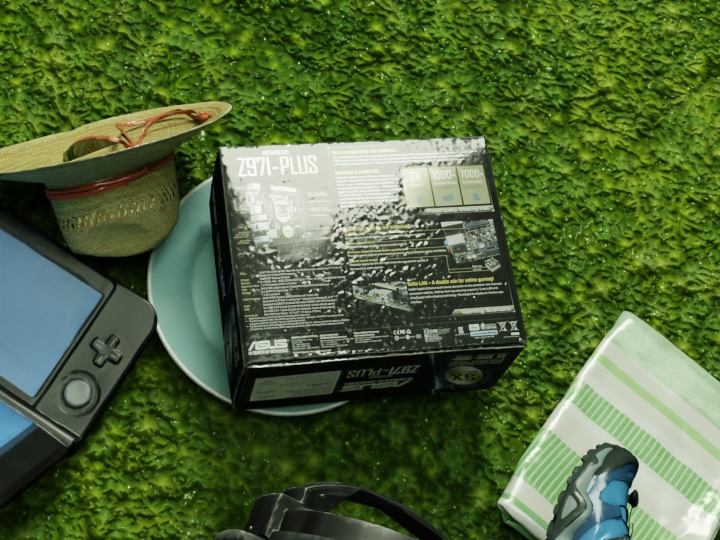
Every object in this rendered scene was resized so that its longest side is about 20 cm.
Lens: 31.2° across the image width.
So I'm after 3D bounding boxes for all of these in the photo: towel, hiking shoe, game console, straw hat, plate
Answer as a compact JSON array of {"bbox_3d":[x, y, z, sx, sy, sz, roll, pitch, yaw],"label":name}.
[{"bbox_3d":[0.205,0.144,0.944,0.152,0.023,0.200,38,63,8],"label":"towel"},{"bbox_3d":[0.157,0.206,0.833,0.085,0.075,0.201,13,54,21],"label":"hiking shoe"},{"bbox_3d":[-0.260,0.037,0.848,0.198,0.117,0.177,32,75,4],"label":"game console"},{"bbox_3d":[-0.173,-0.055,0.915,0.198,0.201,0.086,-16,107,-17],"label":"straw hat"},{"bbox_3d":[-0.059,0.014,0.953,0.197,0.026,0.203,5,64,-10],"label":"plate"}]

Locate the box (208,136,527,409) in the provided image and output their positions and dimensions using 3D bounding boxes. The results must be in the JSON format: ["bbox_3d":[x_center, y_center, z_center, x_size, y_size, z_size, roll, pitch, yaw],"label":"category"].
[{"bbox_3d":[0.000,0.000,0.909,0.197,0.086,0.166,-4,66,-13],"label":"box"}]

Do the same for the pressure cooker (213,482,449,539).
[{"bbox_3d":[-0.010,0.233,0.781,0.176,0.177,0.202,8,60,22],"label":"pressure cooker"}]
